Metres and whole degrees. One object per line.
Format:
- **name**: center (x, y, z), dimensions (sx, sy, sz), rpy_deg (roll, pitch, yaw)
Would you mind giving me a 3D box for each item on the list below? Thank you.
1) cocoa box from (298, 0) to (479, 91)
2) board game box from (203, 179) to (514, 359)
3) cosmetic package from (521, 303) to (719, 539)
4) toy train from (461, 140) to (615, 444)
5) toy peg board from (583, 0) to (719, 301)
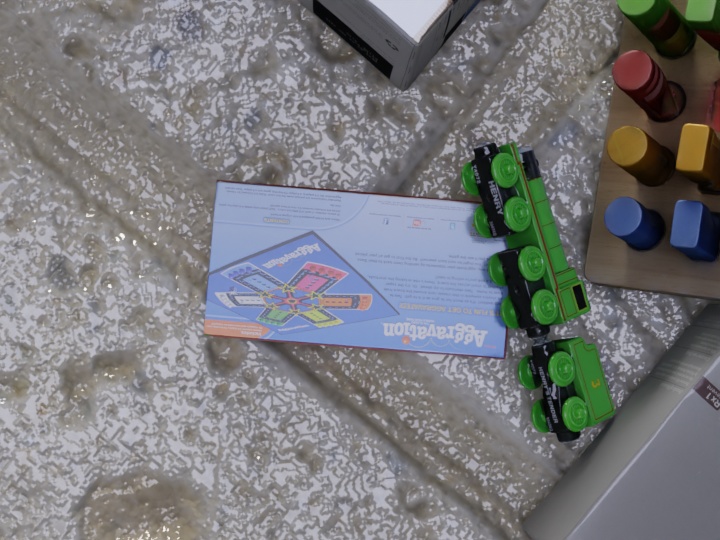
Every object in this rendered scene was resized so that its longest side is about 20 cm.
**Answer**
- **cocoa box**: center (-0.002, -0.235, 0.774), dimensions (0.200, 0.133, 0.131), rpy_deg (41, 86, 0)
- **board game box**: center (0.000, 0.000, 0.821), dimensions (0.199, 0.019, 0.104), rpy_deg (5, 86, -1)
- **cosmetic package**: center (0.208, 0.129, 0.785), dimensions (0.107, 0.090, 0.200), rpy_deg (39, 85, -6)
- **toy train**: center (0.116, 0.011, 0.801), dimensions (0.056, 0.042, 0.201), rpy_deg (-19, 94, -37)
- **toy peg board**: center (0.230, -0.085, 0.742), dimensions (0.199, 0.098, 0.201), rpy_deg (7, 84, 32)
